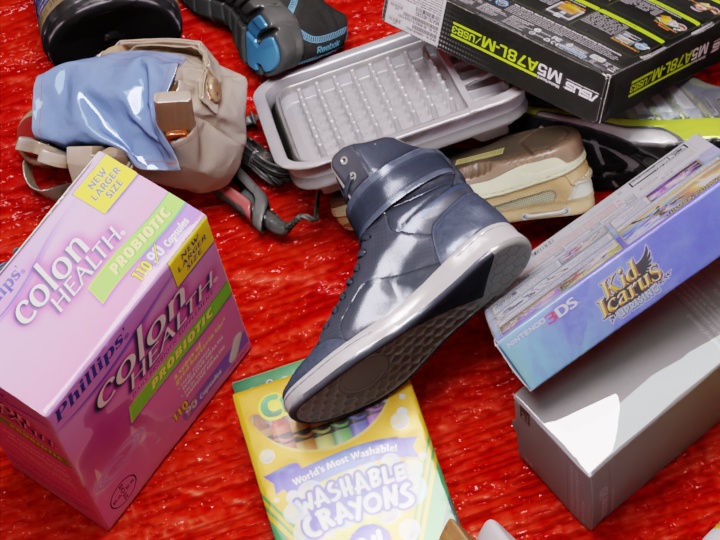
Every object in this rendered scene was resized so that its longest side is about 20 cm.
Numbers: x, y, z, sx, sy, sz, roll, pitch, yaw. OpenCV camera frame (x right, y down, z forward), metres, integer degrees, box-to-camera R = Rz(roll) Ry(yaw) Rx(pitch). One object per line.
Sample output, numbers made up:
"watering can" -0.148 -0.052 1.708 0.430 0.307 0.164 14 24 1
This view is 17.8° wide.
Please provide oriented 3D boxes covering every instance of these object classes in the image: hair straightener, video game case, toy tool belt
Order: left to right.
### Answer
"toy tool belt" -0.189 -0.112 1.691 0.198 0.123 0.126 -4 84 24
"hair straightener" -0.099 -0.095 1.744 0.199 0.041 0.077 35 72 28
"video game case" 0.176 -0.009 1.569 0.199 0.181 0.046 -36 98 5

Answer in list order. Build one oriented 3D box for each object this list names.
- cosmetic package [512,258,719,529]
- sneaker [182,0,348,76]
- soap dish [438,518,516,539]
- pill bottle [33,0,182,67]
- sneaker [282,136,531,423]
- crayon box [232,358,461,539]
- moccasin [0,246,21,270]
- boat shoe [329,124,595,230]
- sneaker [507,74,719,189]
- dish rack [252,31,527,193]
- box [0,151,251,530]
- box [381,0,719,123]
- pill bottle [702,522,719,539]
"cosmetic package" 0.203 0.073 1.579 0.200 0.107 0.090 -41 66 -12
"sneaker" -0.087 -0.227 1.811 0.081 0.074 0.200 -15 53 -32
"soap dish" 0.123 0.264 1.438 0.081 0.157 0.200 -40 45 3
"pill bottle" -0.211 -0.258 1.809 0.111 0.112 0.201 -15 62 0
"sneaker" 0.001 0.000 1.598 0.202 0.077 0.146 -39 62 -1
"crayon box" -0.011 0.135 1.608 0.125 0.052 0.201 -18 61 -2
"moccasin" -0.230 0.014 1.692 0.200 0.068 0.080 -40 64 -13
"boat shoe" 0.075 -0.046 1.681 0.198 0.077 0.072 -9 25 25
"sneaker" 0.206 -0.109 1.703 0.198 0.074 0.081 6 52 6
"dish rack" 0.026 -0.122 1.711 0.198 0.044 0.172 -18 30 -2
"box" -0.176 0.052 1.591 0.096 0.200 0.176 30 69 22
"box" 0.149 -0.189 1.694 0.199 0.048 0.193 28 33 27
"pill bottle" 0.294 0.188 1.501 0.200 0.113 0.112 -39 64 -12
